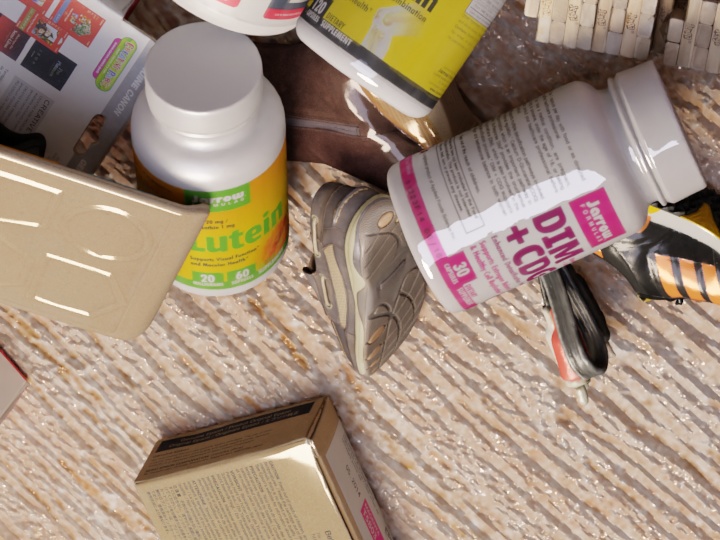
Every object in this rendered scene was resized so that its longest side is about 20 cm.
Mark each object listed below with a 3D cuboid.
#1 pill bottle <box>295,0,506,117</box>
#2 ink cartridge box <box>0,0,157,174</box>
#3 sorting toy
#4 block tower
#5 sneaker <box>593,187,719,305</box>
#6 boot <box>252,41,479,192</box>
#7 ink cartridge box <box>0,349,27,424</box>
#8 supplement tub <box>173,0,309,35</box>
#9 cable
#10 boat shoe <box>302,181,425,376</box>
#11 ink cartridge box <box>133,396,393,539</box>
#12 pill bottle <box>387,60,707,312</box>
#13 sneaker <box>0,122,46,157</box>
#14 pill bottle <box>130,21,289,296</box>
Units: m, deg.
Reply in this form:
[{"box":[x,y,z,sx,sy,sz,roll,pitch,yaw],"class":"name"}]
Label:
[{"box":[0.052,-0.213,1.581,0.112,0.112,0.201,34,96,-5],"class":"pill bottle"},{"box":[-0.244,-0.156,1.735,0.175,0.084,0.200,35,122,-7],"class":"ink cartridge box"},{"box":[-0.223,-0.026,1.671,0.198,0.037,0.185,14,146,-14],"class":"sorting toy"},{"box":[0.215,-0.176,1.617,0.198,0.058,0.054,12,121,11],"class":"block tower"},{"box":[0.243,-0.005,1.699,0.199,0.070,0.090,31,128,3],"class":"sneaker"},{"box":[0.006,-0.090,1.728,0.165,0.072,0.201,-2,121,31],"class":"boot"},{"box":[-0.397,0.103,1.917,0.199,0.084,0.145,-32,105,27],"class":"ink cartridge box"},{"box":[-0.058,-0.274,1.587,0.140,0.141,0.201,31,121,-3],"class":"supplement tub"},{"box":[0.132,0.007,1.715,0.050,0.097,0.201,-25,108,19],"class":"cable"},{"box":[0.000,0.000,1.749,0.073,0.074,0.201,35,150,25],"class":"boat shoe"},{"box":[-0.066,0.217,1.895,0.163,0.075,0.201,-15,112,20],"class":"ink cartridge box"},{"box":[0.128,-0.060,1.608,0.199,0.114,0.114,-25,110,10],"class":"pill bottle"},{"box":[-0.319,-0.113,1.697,0.199,0.076,0.079,32,113,-15],"class":"sneaker"},{"box":[-0.108,-0.081,1.682,0.110,0.112,0.201,12,146,8],"class":"pill bottle"}]
